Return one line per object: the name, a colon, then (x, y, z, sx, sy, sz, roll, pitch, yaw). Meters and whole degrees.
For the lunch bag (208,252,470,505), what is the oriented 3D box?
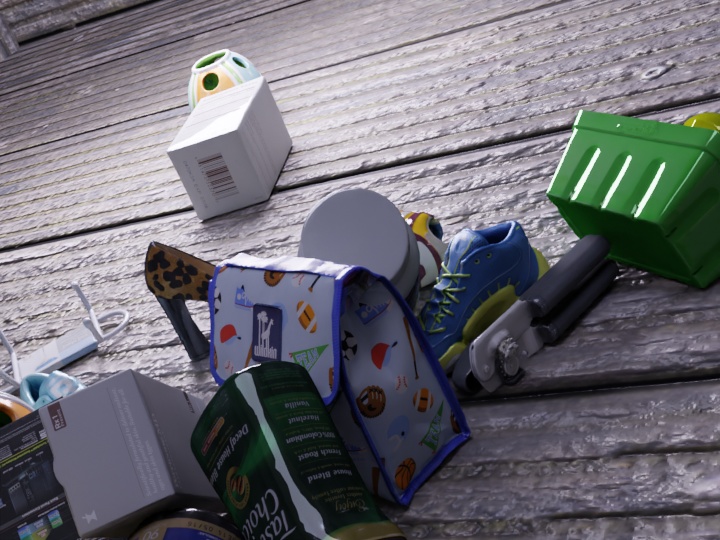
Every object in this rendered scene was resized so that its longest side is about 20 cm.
lunch bag: (-0.030, 0.079, 0.954, 0.169, 0.202, 0.124, 5, 37, 45)

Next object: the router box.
router box: (-0.301, 0.222, 0.984, 0.198, 0.062, 0.151, -27, 70, -5)

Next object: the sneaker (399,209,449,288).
sneaker: (0.043, -0.034, 1.273, 0.089, 0.076, 0.200, -19, 31, -9)

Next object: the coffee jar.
coffee jar: (-0.040, 0.169, 0.815, 0.085, 0.105, 0.201, 1, 43, -43)

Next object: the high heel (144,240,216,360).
high heel: (-0.136, -0.007, 1.282, 0.199, 0.144, 0.071, -32, 26, -15)

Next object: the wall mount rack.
wall mount rack: (-0.377, 0.087, 1.396, 0.199, 0.075, 0.174, -30, 26, -9)

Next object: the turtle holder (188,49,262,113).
turtle holder: (-0.214, -0.302, 1.935, 0.140, 0.133, 0.186, -5, 32, 37)

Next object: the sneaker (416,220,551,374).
sneaker: (0.085, 0.022, 1.074, 0.199, 0.106, 0.076, -33, 26, -18)

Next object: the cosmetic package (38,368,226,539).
cosmetic package: (-0.172, 0.153, 0.934, 0.089, 0.108, 0.200, -23, -13, 0)

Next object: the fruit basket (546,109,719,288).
fruit basket: (0.306, -0.096, 1.079, 0.214, 0.156, 0.217, -30, 33, 22)

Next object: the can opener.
can opener: (0.158, 0.035, 1.045, 0.199, 0.053, 0.066, -38, 28, -27)

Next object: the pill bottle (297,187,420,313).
pill bottle: (0.000, 0.000, 1.073, 0.112, 0.114, 0.200, -26, -14, -4)

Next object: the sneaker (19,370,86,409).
sneaker: (-0.300, 0.149, 1.199, 0.199, 0.083, 0.074, 3, 37, 45)

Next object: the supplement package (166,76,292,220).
supplement package: (-0.187, -0.182, 1.696, 0.116, 0.118, 0.201, -16, 26, 17)

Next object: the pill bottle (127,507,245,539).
pill bottle: (-0.133, 0.268, 0.786, 0.111, 0.113, 0.201, -17, 26, 15)

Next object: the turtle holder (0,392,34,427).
turtle holder: (-0.377, 0.185, 1.122, 0.184, 0.133, 0.141, 4, 37, 45)
